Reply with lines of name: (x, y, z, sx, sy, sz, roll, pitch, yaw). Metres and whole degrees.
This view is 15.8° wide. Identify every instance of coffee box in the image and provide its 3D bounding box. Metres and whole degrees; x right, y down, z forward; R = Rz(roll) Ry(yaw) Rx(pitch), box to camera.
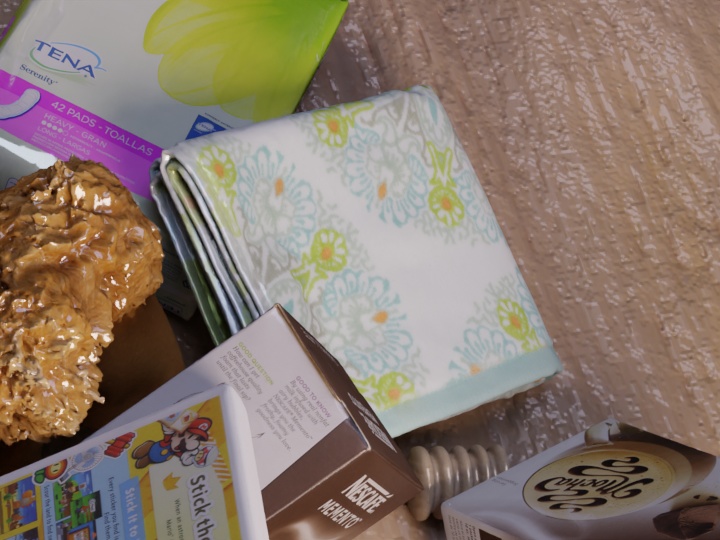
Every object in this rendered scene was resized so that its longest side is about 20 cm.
coffee box: (0.144, 0.145, 1.208, 0.113, 0.200, 0.080, -24, 113, -27)
coffee box: (-0.084, 0.114, 1.155, 0.200, 0.114, 0.080, -35, 71, 3)

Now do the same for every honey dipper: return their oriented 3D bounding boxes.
honey dipper: (-0.025, 0.108, 1.277, 0.200, 0.038, 0.038, -2, 60, -15)

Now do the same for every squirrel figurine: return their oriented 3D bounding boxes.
squirrel figurine: (-0.179, 0.043, 1.171, 0.187, 0.200, 0.142, -34, 81, -31)

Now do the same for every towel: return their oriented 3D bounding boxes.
towel: (0.000, 0.000, 1.297, 0.200, 0.048, 0.171, -16, 81, -43)

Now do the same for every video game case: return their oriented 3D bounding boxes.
video game case: (-0.119, 0.147, 1.028, 0.182, 0.023, 0.200, -23, 37, 7)

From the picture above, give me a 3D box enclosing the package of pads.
package of pads: (-0.115, -0.092, 1.352, 0.154, 0.068, 0.200, 27, 55, -1)
